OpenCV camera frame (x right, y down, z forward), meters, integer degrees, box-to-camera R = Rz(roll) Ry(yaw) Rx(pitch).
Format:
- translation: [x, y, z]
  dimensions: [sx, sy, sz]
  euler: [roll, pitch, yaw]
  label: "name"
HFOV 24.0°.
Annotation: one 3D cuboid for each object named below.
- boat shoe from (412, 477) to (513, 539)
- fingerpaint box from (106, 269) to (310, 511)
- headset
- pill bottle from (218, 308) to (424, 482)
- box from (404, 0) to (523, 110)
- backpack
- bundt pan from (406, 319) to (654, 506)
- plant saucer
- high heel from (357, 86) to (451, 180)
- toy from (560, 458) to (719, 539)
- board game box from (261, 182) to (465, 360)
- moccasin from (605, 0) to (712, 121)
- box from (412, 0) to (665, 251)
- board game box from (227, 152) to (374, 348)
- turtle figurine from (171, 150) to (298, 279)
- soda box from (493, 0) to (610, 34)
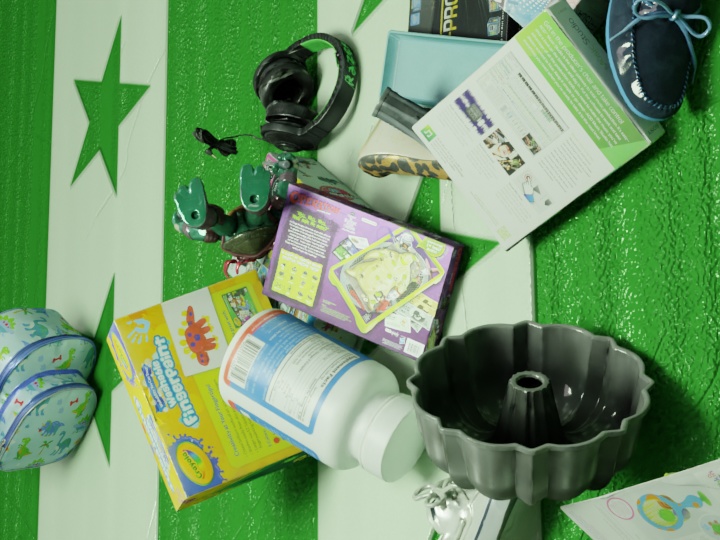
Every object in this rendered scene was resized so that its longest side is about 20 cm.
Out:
- translation: [0.086, 0.214, 1.503]
  dimensions: [0.075, 0.086, 0.203]
  euler: [-49, -19, -63]
  label: "boat shoe"
- translation: [-0.151, 0.124, 1.769]
  dimensions: [0.201, 0.166, 0.073]
  euler: [65, 159, 12]
  label: "fingerpaint box"
- translation: [-0.091, -0.185, 1.864]
  dimensions: [0.200, 0.094, 0.124]
  euler: [-35, 50, 32]
  label: "headset"
- translation: [-0.032, 0.126, 1.656]
  dimensions: [0.199, 0.112, 0.113]
  euler: [28, 108, 28]
  label: "pill bottle"
- translation: [0.110, -0.255, 1.622]
  dimensions: [0.161, 0.049, 0.202]
  euler: [0, 85, 57]
  label: "box"
- translation: [-0.439, 0.160, 2.249]
  dimensions: [0.147, 0.182, 0.201]
  euler: [35, 111, 28]
  label: "backpack"
- translation: [0.138, 0.122, 1.384]
  dimensions: [0.202, 0.201, 0.076]
  euler: [38, 138, 53]
  label: "bundt pan"
- translation: [0.083, -0.185, 1.594]
  dimensions: [0.200, 0.019, 0.071]
  euler: [18, 101, 56]
  label: "plant saucer"
- translation: [0.072, -0.103, 1.654]
  dimensions: [0.072, 0.142, 0.200]
  euler: [-59, -4, -13]
  label: "high heel"
- translation: [0.259, 0.186, 1.282]
  dimensions: [0.200, 0.115, 0.047]
  euler: [-26, 21, 54]
  label: "toy"
- translation: [0.000, 0.000, 1.675]
  dimensions: [0.199, 0.032, 0.121]
  euler: [23, 109, 29]
  label: "board game box"
- translation: [0.242, -0.226, 1.385]
  dimensions: [0.068, 0.080, 0.202]
  euler: [150, 121, -63]
  label: "moccasin"
- translation: [0.151, -0.123, 1.476]
  dimensions: [0.145, 0.036, 0.200]
  euler: [53, 136, 1]
  label: "box"
- translation: [-0.055, -0.021, 1.808]
  dimensions: [0.200, 0.064, 0.149]
  euler: [40, 116, 51]
  label: "board game box"
- translation: [-0.119, -0.060, 1.747]
  dimensions: [0.149, 0.200, 0.101]
  euler: [-32, 81, 3]
  label: "turtle figurine"
- translation: [0.131, -0.277, 1.514]
  dimensions: [0.200, 0.063, 0.069]
  euler: [46, 107, 27]
  label: "soda box"
